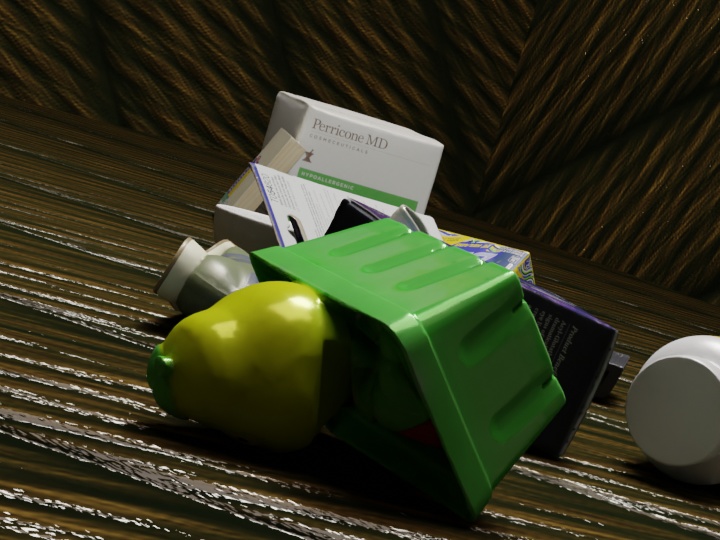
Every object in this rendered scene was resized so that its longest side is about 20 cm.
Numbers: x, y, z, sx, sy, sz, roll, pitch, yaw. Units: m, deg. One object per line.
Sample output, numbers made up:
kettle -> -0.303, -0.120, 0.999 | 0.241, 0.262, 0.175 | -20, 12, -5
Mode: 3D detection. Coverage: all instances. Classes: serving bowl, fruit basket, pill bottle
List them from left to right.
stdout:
serving bowl -> -0.050, -0.005, 1.971 | 0.199, 0.066, 0.200 | 16, 4, -1
fruit basket -> -0.015, 0.062, 1.198 | 0.214, 0.156, 0.216 | -19, 24, 9
pill bottle -> 0.272, 0.107, 1.596 | 0.111, 0.113, 0.200 | 19, 5, 26

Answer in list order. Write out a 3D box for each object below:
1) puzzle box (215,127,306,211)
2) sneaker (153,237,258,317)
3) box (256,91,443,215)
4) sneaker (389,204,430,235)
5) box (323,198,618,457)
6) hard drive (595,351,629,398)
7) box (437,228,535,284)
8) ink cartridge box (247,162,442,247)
puzzle box -> -0.123, -0.112, 2.534 | 0.025, 0.133, 0.200 | 40, 2, -9
sneaker -> -0.094, 0.025, 1.593 | 0.090, 0.067, 0.200 | 33, 2, 7
box -> -0.023, -0.123, 2.745 | 0.198, 0.173, 0.200 | 15, 5, -16
sneaker -> -0.012, 0.020, 1.383 | 0.199, 0.148, 0.081 | 19, 5, 17
box -> 0.067, 0.040, 1.530 | 0.199, 0.105, 0.148 | 24, 3, -15
hard drive -> 0.153, 0.072, 1.970 | 0.199, 0.043, 0.135 | 18, 5, 9
box -> 0.081, 0.005, 2.115 | 0.199, 0.070, 0.064 | 15, 43, 36
ink cartridge box -> 0.000, 0.000, 1.806 | 0.199, 0.041, 0.200 | 17, 31, -28
